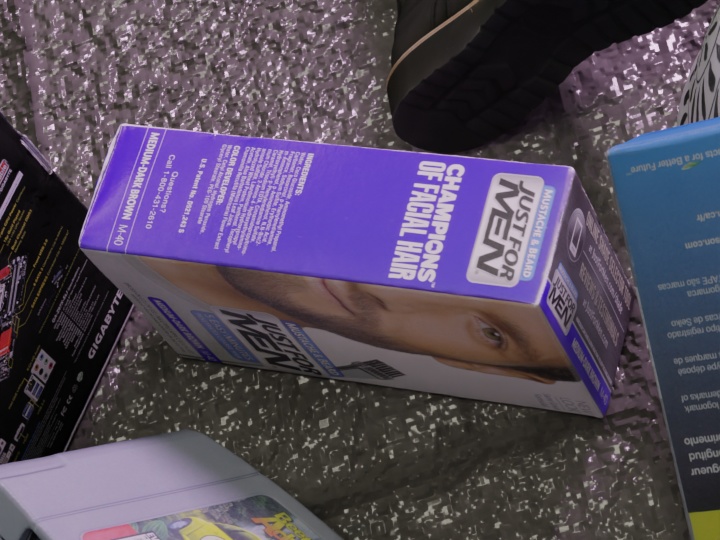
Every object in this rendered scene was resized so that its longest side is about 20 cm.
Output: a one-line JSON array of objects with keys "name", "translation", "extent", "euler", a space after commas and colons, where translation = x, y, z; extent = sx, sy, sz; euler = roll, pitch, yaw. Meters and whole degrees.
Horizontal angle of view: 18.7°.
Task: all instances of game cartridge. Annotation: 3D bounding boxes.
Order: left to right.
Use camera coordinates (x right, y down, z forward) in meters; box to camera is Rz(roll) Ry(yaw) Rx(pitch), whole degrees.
[{"name": "game cartridge", "translation": [-0.045, 0.133, 0.824], "extent": [0.200, 0.133, 0.041], "euler": [41, 114, 29]}]

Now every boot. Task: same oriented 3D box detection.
[{"name": "boot", "translation": [0.080, -0.159, 0.934], "extent": [0.200, 0.077, 0.139], "euler": [-31, 49, 29]}]

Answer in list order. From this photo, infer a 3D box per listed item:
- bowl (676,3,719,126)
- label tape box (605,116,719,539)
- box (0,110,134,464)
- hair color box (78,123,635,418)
[{"name": "bowl", "translation": [0.213, -0.082, 0.859], "extent": [0.200, 0.094, 0.202], "euler": [-9, 61, 17]}, {"name": "label tape box", "translation": [0.184, 0.035, 0.791], "extent": [0.143, 0.066, 0.201], "euler": [-11, 96, 34]}, {"name": "box", "translation": [-0.175, 0.048, 0.897], "extent": [0.049, 0.160, 0.201], "euler": [14, 70, 27]}, {"name": "hair color box", "translation": [0.000, 0.000, 0.887], "extent": [0.199, 0.109, 0.065], "euler": [5, 66, 24]}]
